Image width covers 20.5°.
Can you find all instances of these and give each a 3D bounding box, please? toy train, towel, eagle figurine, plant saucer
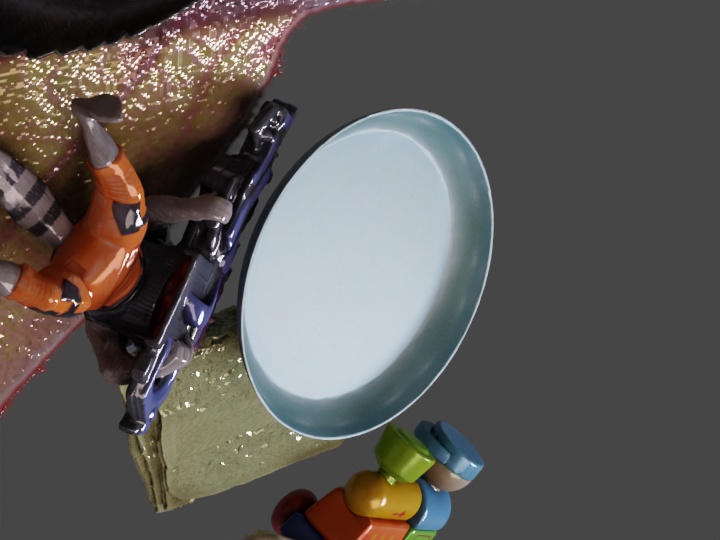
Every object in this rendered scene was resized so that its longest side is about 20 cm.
[{"bbox_3d":[0.002,0.148,1.289,0.116,0.085,0.200,-52,154,10],"label":"toy train"},{"bbox_3d":[-0.054,0.067,1.241,0.198,0.037,0.149,-22,139,-15],"label":"towel"},{"bbox_3d":[-0.092,-0.174,0.897,0.201,0.151,0.151,-55,151,8],"label":"eagle figurine"},{"bbox_3d":[0.000,0.000,1.164,0.199,0.027,0.202,-21,122,-37],"label":"plant saucer"}]

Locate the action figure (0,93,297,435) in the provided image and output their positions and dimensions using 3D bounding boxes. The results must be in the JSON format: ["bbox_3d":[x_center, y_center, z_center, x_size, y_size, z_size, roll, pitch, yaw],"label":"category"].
[{"bbox_3d":[-0.123,-0.028,1.075,0.201,0.104,0.194,-62,151,-14],"label":"action figure"}]
